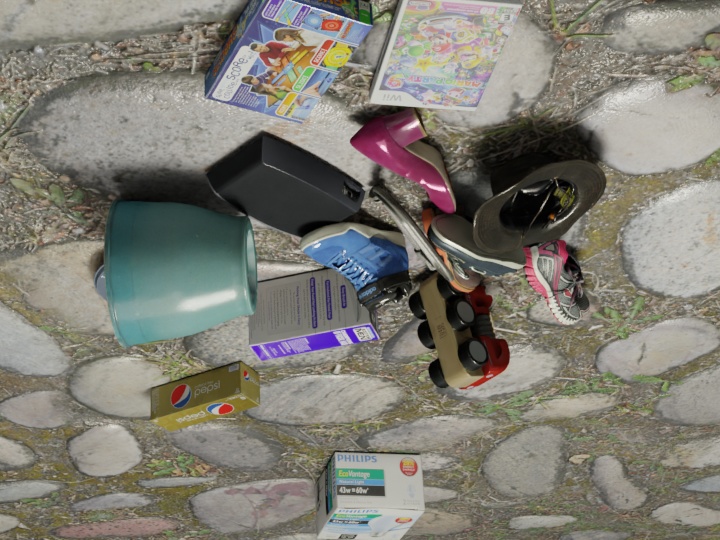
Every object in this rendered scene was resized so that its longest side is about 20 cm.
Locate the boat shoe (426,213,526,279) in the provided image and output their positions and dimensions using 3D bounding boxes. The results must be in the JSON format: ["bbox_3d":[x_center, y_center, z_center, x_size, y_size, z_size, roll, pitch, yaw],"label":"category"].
[{"bbox_3d":[0.155,-0.029,1.787,0.062,0.076,0.198,-38,150,30],"label":"boat shoe"}]

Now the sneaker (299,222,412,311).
[{"bbox_3d":[0.001,0.000,1.823,0.076,0.113,0.198,-27,158,37],"label":"sneaker"}]

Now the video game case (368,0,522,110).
[{"bbox_3d":[0.098,-0.263,1.520,0.141,0.018,0.201,2,150,-12],"label":"video game case"}]

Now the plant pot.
[{"bbox_3d":[-0.238,-0.002,1.737,0.184,0.203,0.201,-3,150,1],"label":"plant pot"}]

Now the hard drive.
[{"bbox_3d":[-0.101,-0.107,1.737,0.134,0.043,0.199,-27,143,35],"label":"hard drive"}]

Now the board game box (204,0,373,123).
[{"bbox_3d":[-0.088,-0.257,1.487,0.133,0.035,0.200,12,146,-25],"label":"board game box"}]

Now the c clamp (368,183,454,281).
[{"bbox_3d":[0.067,-0.054,1.783,0.027,0.171,0.200,-39,130,0],"label":"c clamp"}]

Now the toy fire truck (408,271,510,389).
[{"bbox_3d":[0.183,0.099,2.018,0.198,0.179,0.128,2,153,-41],"label":"toy fire truck"}]

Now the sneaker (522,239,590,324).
[{"bbox_3d":[0.319,0.021,1.978,0.074,0.082,0.200,-20,146,22],"label":"sneaker"}]

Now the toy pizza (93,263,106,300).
[{"bbox_3d":[-0.306,0.011,1.927,0.196,0.032,0.201,-3,151,-2],"label":"toy pizza"}]

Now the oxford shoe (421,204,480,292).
[{"bbox_3d":[0.154,-0.031,1.879,0.072,0.072,0.200,-18,147,13],"label":"oxford shoe"}]

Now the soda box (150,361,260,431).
[{"bbox_3d":[-0.280,0.228,2.271,0.197,0.065,0.068,-17,148,22],"label":"soda box"}]

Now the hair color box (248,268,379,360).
[{"bbox_3d":[-0.074,0.064,1.970,0.197,0.111,0.065,-11,150,13],"label":"hair color box"}]

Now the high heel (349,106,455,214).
[{"bbox_3d":[0.062,-0.131,1.684,0.095,0.068,0.201,-22,142,10],"label":"high heel"}]

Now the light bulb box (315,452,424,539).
[{"bbox_3d":[0.017,0.482,2.689,0.195,0.127,0.201,4,150,-14],"label":"light bulb box"}]

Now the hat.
[{"bbox_3d":[0.232,-0.112,1.730,0.198,0.082,0.202,-18,150,-11],"label":"hat"}]
